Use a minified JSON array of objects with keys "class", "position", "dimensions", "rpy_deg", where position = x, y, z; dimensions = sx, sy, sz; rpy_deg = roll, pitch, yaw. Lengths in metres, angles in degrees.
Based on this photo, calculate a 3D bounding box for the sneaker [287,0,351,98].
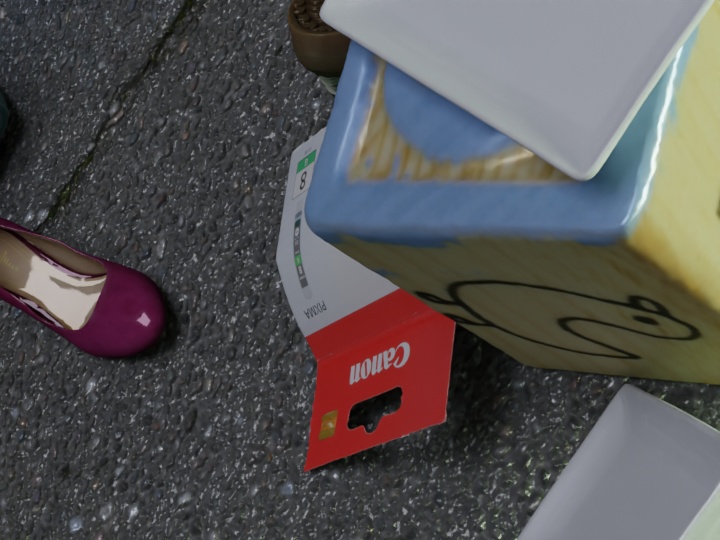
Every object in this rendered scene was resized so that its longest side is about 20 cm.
[{"class":"sneaker","position":[0.002,-0.134,0.959],"dimensions":[0.066,0.091,0.201],"rpy_deg":[-6,26,7]}]

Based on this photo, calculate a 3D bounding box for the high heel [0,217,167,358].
[{"class":"high heel","position":[-0.218,0.008,1.113],"dimensions":[0.199,0.096,0.068],"rpy_deg":[13,78,45]}]

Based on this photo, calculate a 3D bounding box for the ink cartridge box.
[{"class":"ink cartridge box","position":[0.000,0.000,0.922],"dimensions":[0.161,0.050,0.202],"rpy_deg":[-29,47,56]}]

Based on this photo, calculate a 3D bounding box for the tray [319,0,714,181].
[{"class":"tray","position":[0.067,-0.117,0.692],"dimensions":[0.108,0.022,0.200],"rpy_deg":[-55,44,4]}]

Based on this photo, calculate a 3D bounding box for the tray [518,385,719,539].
[{"class":"tray","position":[0.120,0.113,0.729],"dimensions":[0.108,0.022,0.200],"rpy_deg":[-55,5,0]}]

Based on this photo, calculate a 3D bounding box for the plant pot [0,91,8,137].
[{"class":"plant pot","position":[-0.397,-0.117,1.281],"dimensions":[0.199,0.196,0.197],"rpy_deg":[16,80,35]}]

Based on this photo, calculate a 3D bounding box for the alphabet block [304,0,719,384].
[{"class":"alphabet block","position":[0.121,-0.070,0.778],"dimensions":[0.194,0.199,0.198],"rpy_deg":[4,71,43]}]
